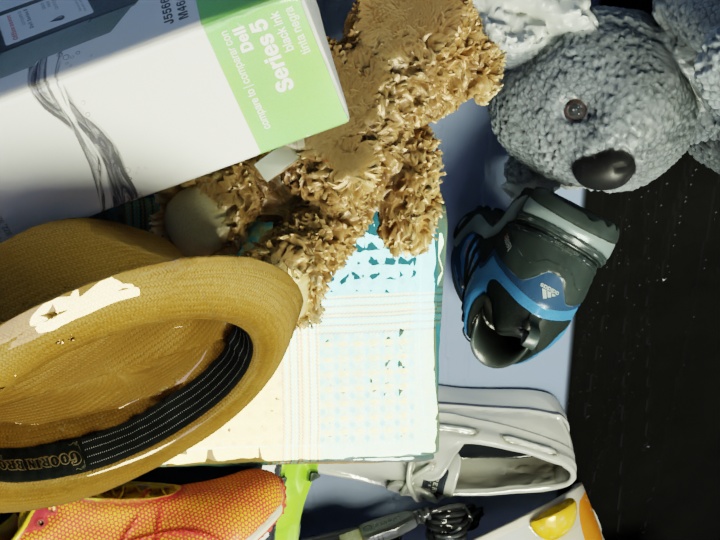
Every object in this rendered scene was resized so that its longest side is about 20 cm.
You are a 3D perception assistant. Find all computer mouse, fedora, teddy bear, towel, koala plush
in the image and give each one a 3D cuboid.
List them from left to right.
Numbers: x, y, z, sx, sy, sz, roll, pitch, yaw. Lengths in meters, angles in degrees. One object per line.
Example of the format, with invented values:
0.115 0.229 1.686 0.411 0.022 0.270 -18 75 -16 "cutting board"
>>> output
-0.127 0.032 0.804 0.200 0.082 0.201 -24 153 -13 "fedora"
-0.053 0.032 0.916 0.199 0.022 0.147 -1 103 -15 "towel"
-0.016 -0.063 0.881 0.145 0.201 0.067 19 165 7 "teddy bear"
-0.013 0.195 1.172 0.199 0.046 0.140 -13 170 3 "computer mouse"
0.159 -0.093 0.932 0.199 0.184 0.178 -4 137 19 "koala plush"

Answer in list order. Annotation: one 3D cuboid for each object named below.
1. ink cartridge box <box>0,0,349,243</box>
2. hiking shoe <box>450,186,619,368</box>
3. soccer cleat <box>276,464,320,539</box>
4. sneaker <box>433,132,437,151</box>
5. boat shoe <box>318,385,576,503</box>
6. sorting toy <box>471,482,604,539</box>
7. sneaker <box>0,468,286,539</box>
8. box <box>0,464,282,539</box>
-0.121 -0.108 0.823 0.199 0.146 0.084 -19 135 3 "ink cartridge box"
0.078 0.012 0.989 0.074 0.087 0.200 29 168 -1 "hiking shoe"
-0.074 0.154 1.121 0.067 0.081 0.201 2 118 -38 "soccer cleat"
0.000 0.000 1.028 0.070 0.073 0.201 2 125 -5 "sneaker"
0.047 0.121 1.154 0.199 0.066 0.072 4 133 -19 "boat shoe"
0.113 0.262 1.189 0.199 0.181 0.107 -23 174 -13 "sorting toy"
-0.133 0.135 0.895 0.199 0.073 0.077 -17 99 -15 "sneaker"
-0.148 0.083 0.974 0.196 0.117 0.201 2 106 -17 "box"
